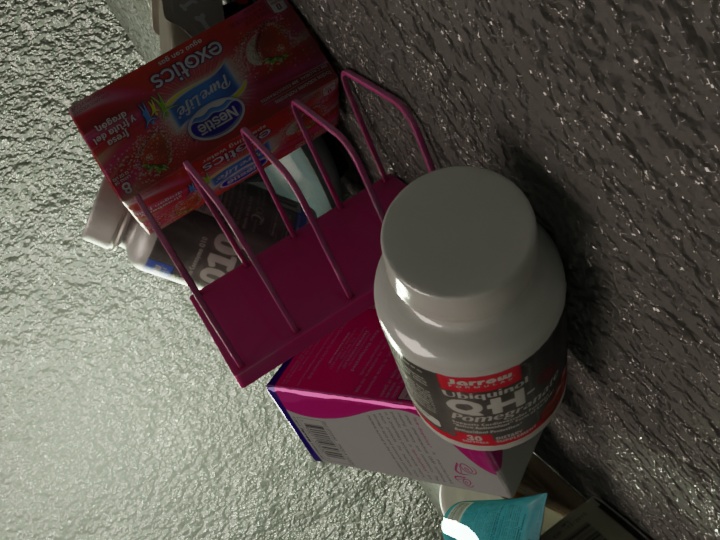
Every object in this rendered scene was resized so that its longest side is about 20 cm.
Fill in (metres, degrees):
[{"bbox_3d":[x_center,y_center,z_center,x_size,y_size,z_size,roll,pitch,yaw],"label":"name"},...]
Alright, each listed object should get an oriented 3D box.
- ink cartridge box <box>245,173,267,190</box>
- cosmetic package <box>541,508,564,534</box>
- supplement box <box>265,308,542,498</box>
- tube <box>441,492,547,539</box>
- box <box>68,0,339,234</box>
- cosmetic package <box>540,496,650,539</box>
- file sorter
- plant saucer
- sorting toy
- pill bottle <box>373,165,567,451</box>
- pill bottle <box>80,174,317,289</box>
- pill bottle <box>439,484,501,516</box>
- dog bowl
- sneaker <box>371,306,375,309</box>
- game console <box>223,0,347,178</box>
[{"bbox_3d":[-0.139,-0.087,1.085,0.200,0.144,0.084,-118,28,-42],"label":"ink cartridge box"},{"bbox_3d":[0.224,0.330,0.903,0.200,0.101,0.071,57,172,-16],"label":"cosmetic package"},{"bbox_3d":[0.041,0.102,0.756,0.199,0.103,0.101,3,134,39],"label":"supplement box"},{"bbox_3d":[0.122,0.236,0.833,0.050,0.078,0.200,12,166,-7],"label":"tube"},{"bbox_3d":[-0.122,-0.128,0.767,0.096,0.200,0.100,57,172,11],"label":"box"},{"bbox_3d":[0.235,0.311,0.802,0.200,0.087,0.103,60,170,-22],"label":"cosmetic package"},{"bbox_3d":[-0.049,-0.042,0.689,0.139,0.200,0.126,44,164,57],"label":"file sorter"},{"bbox_3d":[-0.068,-0.119,0.924,0.201,0.039,0.201,50,165,18],"label":"plant saucer"},{"bbox_3d":[0.100,0.171,0.909,0.199,0.037,0.185,27,-175,-23],"label":"sorting toy"},{"bbox_3d":[0.069,0.027,0.558,0.111,0.111,0.200,51,172,31],"label":"pill bottle"},{"bbox_3d":[-0.151,-0.040,0.876,0.199,0.114,0.114,20,-177,-16],"label":"pill bottle"},{"bbox_3d":[0.165,0.305,1.132,0.111,0.111,0.200,51,171,34],"label":"pill bottle"},{"bbox_3d":[-0.170,-0.204,0.919,0.200,0.058,0.201,175,90,-76],"label":"dog bowl"},{"bbox_3d":[0.000,0.000,0.907,0.200,0.076,0.081,-101,5,-70],"label":"sneaker"},{"bbox_3d":[-0.092,-0.189,0.972,0.200,0.031,0.177,59,172,-21],"label":"game console"}]
